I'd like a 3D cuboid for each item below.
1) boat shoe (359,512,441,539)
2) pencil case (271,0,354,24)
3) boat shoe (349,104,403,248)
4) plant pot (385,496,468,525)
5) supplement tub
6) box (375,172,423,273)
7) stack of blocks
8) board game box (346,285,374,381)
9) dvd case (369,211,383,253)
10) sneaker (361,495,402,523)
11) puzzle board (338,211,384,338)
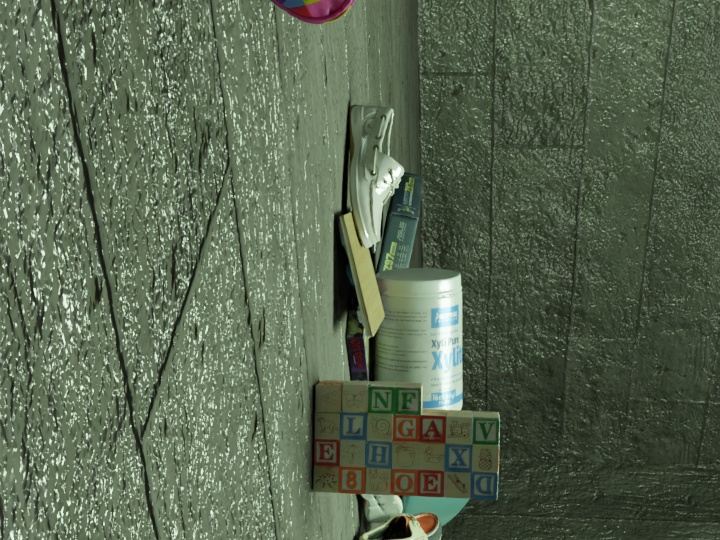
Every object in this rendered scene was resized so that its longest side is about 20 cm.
[{"bbox_3d":[0.060,0.401,1.825,0.199,0.071,0.063,-16,112,-51],"label":"boat shoe"},{"bbox_3d":[-0.032,-0.290,0.979,0.089,0.087,0.201,85,8,-47],"label":"pencil case"},{"bbox_3d":[0.022,-0.128,1.583,0.071,0.068,0.202,66,21,-69],"label":"boat shoe"},{"bbox_3d":[0.095,0.335,1.958,0.201,0.140,0.142,102,-32,-45],"label":"plant pot"},{"bbox_3d":[0.082,0.105,1.730,0.132,0.130,0.203,-59,149,-79],"label":"supplement tub"},{"bbox_3d":[0.058,-0.038,1.971,0.158,0.050,0.202,-81,-179,-60],"label":"box"},{"bbox_3d":[0.051,0.181,1.306,0.059,0.197,0.117,1,91,-84],"label":"stack of blocks"},{"bbox_3d":[0.003,0.105,1.720,0.201,0.032,0.121,84,5,-52],"label":"board game box"},{"bbox_3d":[0.019,-0.139,1.852,0.150,0.024,0.203,-64,154,-77],"label":"dvd case"},{"bbox_3d":[0.023,0.300,1.822,0.201,0.076,0.082,94,-16,-48],"label":"sneaker"},{"bbox_3d":[0.000,0.000,1.559,0.200,0.017,0.153,-47,123,-83],"label":"puzzle board"}]
